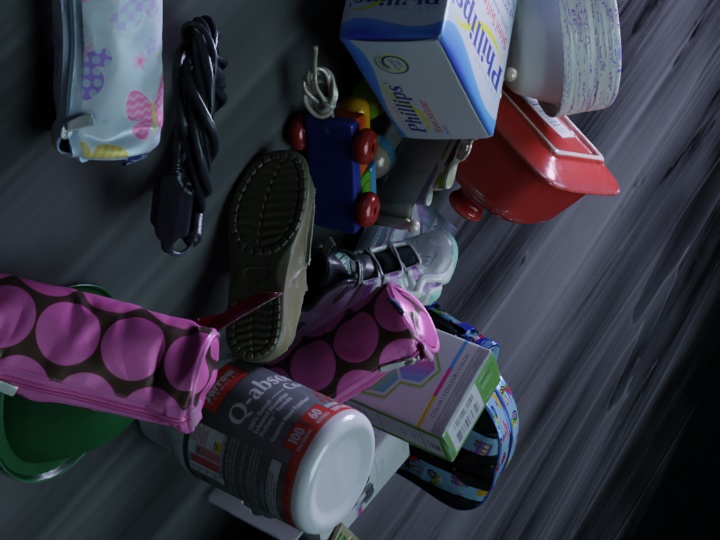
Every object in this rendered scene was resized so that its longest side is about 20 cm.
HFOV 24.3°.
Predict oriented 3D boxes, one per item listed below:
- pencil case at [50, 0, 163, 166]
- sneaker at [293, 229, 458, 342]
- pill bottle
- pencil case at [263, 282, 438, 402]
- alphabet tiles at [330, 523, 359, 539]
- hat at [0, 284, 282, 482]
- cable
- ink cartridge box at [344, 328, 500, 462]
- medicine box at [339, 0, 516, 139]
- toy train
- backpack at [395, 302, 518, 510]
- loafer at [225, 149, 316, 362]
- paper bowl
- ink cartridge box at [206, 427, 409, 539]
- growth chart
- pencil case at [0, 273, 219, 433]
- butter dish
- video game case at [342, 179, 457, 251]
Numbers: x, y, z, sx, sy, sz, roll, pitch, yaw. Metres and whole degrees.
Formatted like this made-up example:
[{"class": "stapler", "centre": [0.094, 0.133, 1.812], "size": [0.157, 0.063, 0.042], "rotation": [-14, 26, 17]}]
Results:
[{"class": "pencil case", "centre": [-0.193, -0.182, 1.246], "size": [0.090, 0.083, 0.202], "rotation": [-19, 125, -38]}, {"class": "sneaker", "centre": [0.000, 0.000, 1.641], "size": [0.199, 0.078, 0.140], "rotation": [-36, 143, -5]}, {"class": "pill bottle", "centre": [-0.096, 0.146, 1.501], "size": [0.116, 0.199, 0.117], "rotation": [-38, 140, -42]}, {"class": "pencil case", "centre": [-0.023, 0.096, 1.596], "size": [0.199, 0.094, 0.091], "rotation": [-35, 143, 15]}, {"class": "alphabet tiles", "centre": [-0.036, 0.350, 1.699], "size": [0.168, 0.006, 0.200], "rotation": [-64, 155, -16]}, {"class": "hat", "centre": [-0.182, 0.109, 1.352], "size": [0.165, 0.175, 0.202], "rotation": [-35, 136, -46]}, {"class": "cable", "centre": [-0.128, -0.121, 1.350], "size": [0.164, 0.050, 0.201], "rotation": [-79, 180, -46]}, {"class": "ink cartridge box", "centre": [0.030, 0.103, 1.689], "size": [0.104, 0.199, 0.059], "rotation": [-57, 150, -22]}, {"class": "medicine box", "centre": [0.071, -0.254, 1.577], "size": [0.182, 0.102, 0.202], "rotation": [52, 44, -58]}, {"class": "toy train", "centre": [-0.009, -0.148, 1.594], "size": [0.116, 0.084, 0.202], "rotation": [-52, 148, -47]}, {"class": "backpack", "centre": [0.090, 0.149, 1.803], "size": [0.134, 0.199, 0.184], "rotation": [-28, 138, -43]}, {"class": "loafer", "centre": [-0.083, -0.011, 1.538], "size": [0.067, 0.075, 0.202], "rotation": [53, 47, -72]}, {"class": "paper bowl", "centre": [0.194, -0.260, 1.739], "size": [0.201, 0.103, 0.203], "rotation": [169, -90, -86]}, {"class": "ink cartridge box", "centre": [-0.052, 0.209, 1.706], "size": [0.200, 0.114, 0.068], "rotation": [-45, 146, -35]}, {"class": "growth chart", "centre": [0.073, -0.123, 1.674], "size": [0.018, 0.144, 0.201], "rotation": [34, 85, -28]}, {"class": "pencil case", "centre": [-0.207, 0.067, 1.266], "size": [0.094, 0.198, 0.091], "rotation": [-89, -168, -55]}, {"class": "butter dish", "centre": [0.153, -0.116, 1.817], "size": [0.148, 0.200, 0.199], "rotation": [-49, 156, 23]}, {"class": "video game case", "centre": [0.037, -0.014, 1.817], "size": [0.144, 0.019, 0.200], "rotation": [-66, 150, -7]}]
